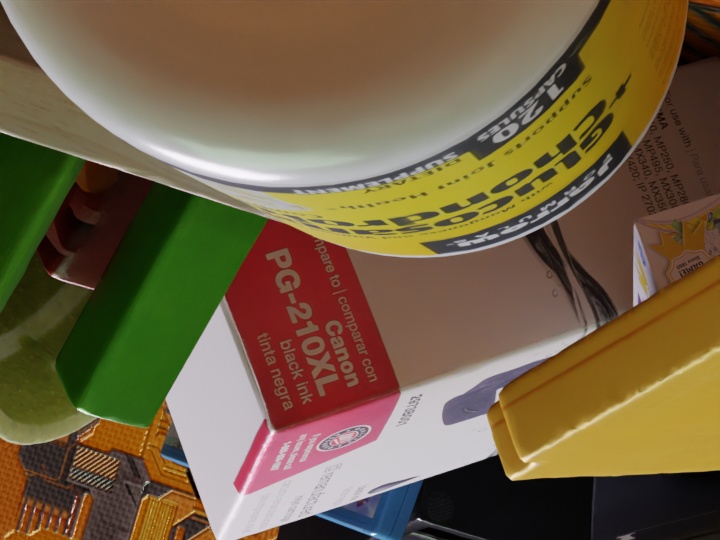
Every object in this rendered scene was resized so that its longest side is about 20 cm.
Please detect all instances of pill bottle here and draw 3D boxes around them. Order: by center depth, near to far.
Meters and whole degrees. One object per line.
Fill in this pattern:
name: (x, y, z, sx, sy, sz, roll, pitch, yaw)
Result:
pill bottle: (0.006, -0.061, 0.508, 0.112, 0.112, 0.200, 16, 178, 12)

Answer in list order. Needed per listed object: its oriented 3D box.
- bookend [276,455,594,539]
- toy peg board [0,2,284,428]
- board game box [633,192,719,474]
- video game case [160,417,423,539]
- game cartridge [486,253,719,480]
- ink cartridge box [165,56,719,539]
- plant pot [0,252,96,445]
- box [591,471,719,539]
bookend: (0.087, 0.107, 1.152, 0.198, 0.092, 0.200, 18, 161, -16)
toy peg board: (-0.118, -0.059, 0.660, 0.200, 0.098, 0.199, 18, -155, -33)
board game box: (0.155, 0.008, 0.837, 0.134, 0.034, 0.200, -18, 162, 1)
video game case: (0.000, 0.000, 1.072, 0.018, 0.200, 0.143, 26, 172, -42)
game cartridge: (0.157, 0.013, 0.753, 0.200, 0.032, 0.176, 2, 154, -41)
ink cartridge box: (0.037, 0.013, 0.923, 0.200, 0.084, 0.145, -17, 164, -16)
plant pot: (-0.149, -0.067, 0.936, 0.184, 0.201, 0.200, 27, -178, 18)
box: (0.189, 0.101, 0.942, 0.200, 0.104, 0.182, -15, -171, 10)
